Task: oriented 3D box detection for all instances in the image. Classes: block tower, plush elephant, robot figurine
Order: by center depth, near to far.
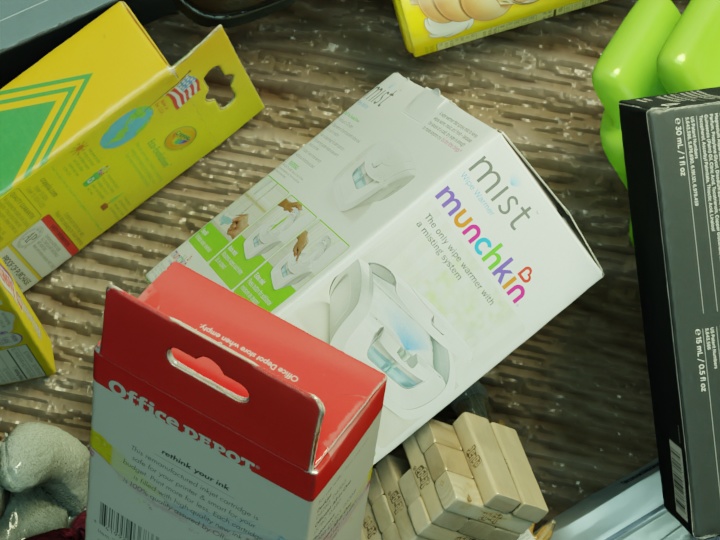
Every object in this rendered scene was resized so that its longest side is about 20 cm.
[{"bbox_3d":[0.002,0.151,1.315,0.200,0.054,0.058,-47,41,26],"label":"block tower"},{"bbox_3d":[-0.137,0.152,1.352,0.154,0.200,0.166,13,114,0],"label":"plush elephant"},{"bbox_3d":[0.199,-0.050,1.371,0.200,0.175,0.116,52,51,-24],"label":"robot figurine"}]

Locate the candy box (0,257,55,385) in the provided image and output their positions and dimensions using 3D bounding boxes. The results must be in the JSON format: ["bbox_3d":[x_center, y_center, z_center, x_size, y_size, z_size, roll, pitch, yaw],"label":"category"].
[{"bbox_3d":[-0.219,0.024,1.354,0.101,0.200,0.027,-9,71,1],"label":"candy box"}]

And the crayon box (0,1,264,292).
[{"bbox_3d":[-0.150,-0.061,1.396,0.199,0.127,0.051,-36,72,-4],"label":"crayon box"}]

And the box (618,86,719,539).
[{"bbox_3d":[0.205,0.012,1.268,0.140,0.079,0.202,-7,97,-3],"label":"box"}]

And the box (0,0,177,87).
[{"bbox_3d":[-0.183,-0.183,1.431,0.199,0.079,0.142,-24,81,-2],"label":"box"}]

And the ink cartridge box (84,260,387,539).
[{"bbox_3d":[-0.057,0.079,1.202,0.116,0.201,0.067,28,50,16],"label":"ink cartridge box"}]

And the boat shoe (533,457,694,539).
[{"bbox_3d":[0.186,0.120,1.395,0.199,0.072,0.066,-29,91,-3],"label":"boat shoe"}]

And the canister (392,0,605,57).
[{"bbox_3d":[0.102,-0.207,1.430,0.199,0.087,0.150,-16,82,1],"label":"canister"}]

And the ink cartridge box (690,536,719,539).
[{"bbox_3d":[0.222,0.158,1.362,0.118,0.042,0.202,9,103,-16],"label":"ink cartridge box"}]

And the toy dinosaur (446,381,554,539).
[{"bbox_3d":[0.060,0.144,1.383,0.060,0.106,0.202,9,76,-3],"label":"toy dinosaur"}]

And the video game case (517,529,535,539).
[{"bbox_3d":[0.057,0.244,1.347,0.200,0.023,0.182,-38,84,35],"label":"video game case"}]

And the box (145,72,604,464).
[{"bbox_3d":[0.000,0.000,1.341,0.176,0.200,0.097,-39,108,-4],"label":"box"}]

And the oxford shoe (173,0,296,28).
[{"bbox_3d":[-0.002,-0.185,1.349,0.199,0.084,0.073,-31,85,-8],"label":"oxford shoe"}]
